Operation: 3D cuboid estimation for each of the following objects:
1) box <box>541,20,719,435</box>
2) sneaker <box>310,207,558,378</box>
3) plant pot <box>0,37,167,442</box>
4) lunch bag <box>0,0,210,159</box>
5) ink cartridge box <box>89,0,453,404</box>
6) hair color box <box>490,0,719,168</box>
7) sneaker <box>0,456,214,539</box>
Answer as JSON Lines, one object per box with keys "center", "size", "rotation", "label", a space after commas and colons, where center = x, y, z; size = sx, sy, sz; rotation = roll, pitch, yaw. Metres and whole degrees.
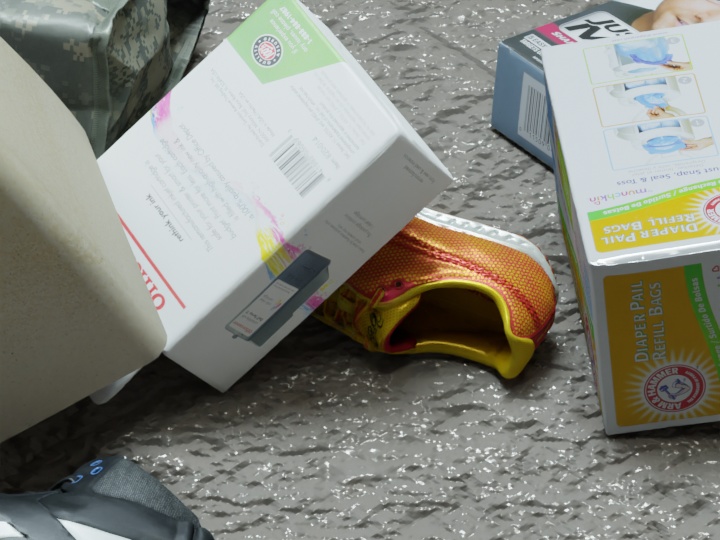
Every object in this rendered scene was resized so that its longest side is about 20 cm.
{"center": [0.157, -0.024, 1.454], "size": [0.101, 0.113, 0.200], "rotation": [-8, 35, 1], "label": "box"}
{"center": [0.000, 0.000, 1.451], "size": [0.199, 0.073, 0.077], "rotation": [13, 43, 15], "label": "sneaker"}
{"center": [-0.232, -0.033, 1.319], "size": [0.199, 0.177, 0.200], "rotation": [-28, 40, 0], "label": "plant pot"}
{"center": [-0.185, -0.142, 1.596], "size": [0.163, 0.118, 0.200], "rotation": [11, 30, 10], "label": "lunch bag"}
{"center": [-0.068, -0.025, 1.416], "size": [0.200, 0.067, 0.117], "rotation": [-42, 57, 6], "label": "ink cartridge box"}
{"center": [0.183, -0.114, 1.638], "size": [0.199, 0.061, 0.099], "rotation": [-22, 42, -33], "label": "hair color box"}
{"center": [-0.161, 0.120, 1.273], "size": [0.199, 0.073, 0.112], "rotation": [18, 33, 5], "label": "sneaker"}
